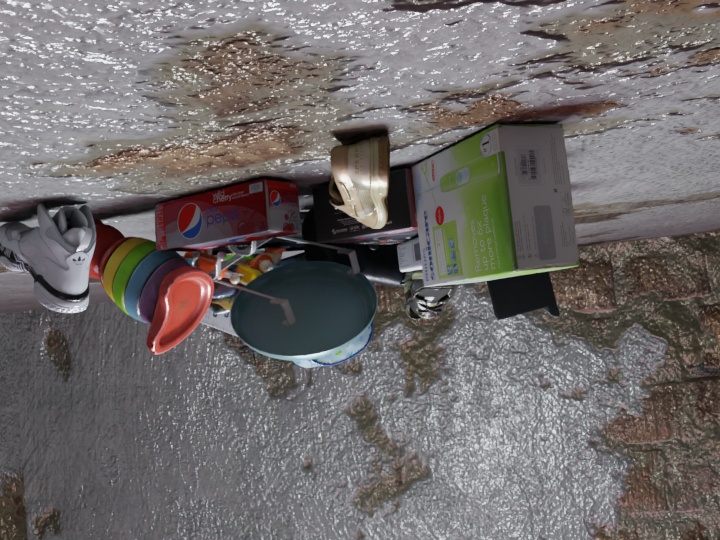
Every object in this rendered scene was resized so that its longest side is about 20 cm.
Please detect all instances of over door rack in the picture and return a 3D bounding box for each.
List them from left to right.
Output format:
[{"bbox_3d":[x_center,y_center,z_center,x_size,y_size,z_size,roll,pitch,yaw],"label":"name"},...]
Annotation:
[{"bbox_3d":[-0.118,-0.021,1.076,0.198,0.068,0.147,24,-135,35],"label":"over door rack"}]

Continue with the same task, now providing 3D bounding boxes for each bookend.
[{"bbox_3d":[0.205,-0.002,1.299,0.195,0.204,0.092,-16,-179,7],"label":"bookend"}]

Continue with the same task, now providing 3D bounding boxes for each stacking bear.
[{"bbox_3d":[-0.309,0.004,1.074,0.198,0.123,0.113,29,-156,19],"label":"stacking bear"}]

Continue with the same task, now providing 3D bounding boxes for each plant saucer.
[{"bbox_3d":[-0.074,0.055,1.044,0.196,0.028,0.202,-4,-145,3],"label":"plant saucer"}]

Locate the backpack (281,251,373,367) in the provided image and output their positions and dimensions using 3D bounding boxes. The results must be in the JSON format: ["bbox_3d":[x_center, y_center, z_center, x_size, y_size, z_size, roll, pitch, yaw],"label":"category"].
[{"bbox_3d":[-0.065,0.063,1.374,0.180,0.204,0.146,-18,-179,-31],"label":"backpack"}]

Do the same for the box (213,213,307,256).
[{"bbox_3d":[-0.158,-0.059,1.312,0.196,0.047,0.159,-4,176,-20],"label":"box"}]

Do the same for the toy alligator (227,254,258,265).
[{"bbox_3d":[-0.185,-0.037,1.449,0.053,0.061,0.199,9,-167,22],"label":"toy alligator"}]

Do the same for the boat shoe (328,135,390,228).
[{"bbox_3d":[-0.002,-0.095,0.843,0.063,0.073,0.200,-1,166,0],"label":"boat shoe"}]

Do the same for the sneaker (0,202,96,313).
[{"bbox_3d":[-0.394,-0.041,0.995,0.074,0.117,0.199,-1,-151,-48],"label":"sneaker"}]

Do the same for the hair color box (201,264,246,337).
[{"bbox_3d":[-0.189,0.052,1.281,0.196,0.102,0.060,18,-171,16],"label":"hair color box"}]

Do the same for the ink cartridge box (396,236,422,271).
[{"bbox_3d":[0.150,-0.029,1.077,0.170,0.045,0.200,-7,179,-7],"label":"ink cartridge box"}]

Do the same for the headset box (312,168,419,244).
[{"bbox_3d":[0.041,-0.080,1.040,0.146,0.077,0.199,-7,177,32],"label":"headset box"}]

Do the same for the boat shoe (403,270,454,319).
[{"bbox_3d":[0.106,0.040,1.196,0.070,0.068,0.201,3,172,-7],"label":"boat shoe"}]

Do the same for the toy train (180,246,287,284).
[{"bbox_3d":[-0.182,-0.018,1.208,0.148,0.057,0.200,19,-170,16],"label":"toy train"}]

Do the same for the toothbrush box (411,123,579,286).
[{"bbox_3d":[0.140,-0.065,0.866,0.084,0.149,0.199,-5,177,-21],"label":"toothbrush box"}]

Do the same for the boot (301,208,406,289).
[{"bbox_3d":[0.000,0.000,1.210,0.165,0.203,0.077,13,137,-27],"label":"boot"}]

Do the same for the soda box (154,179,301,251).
[{"bbox_3d":[-0.171,-0.067,1.000,0.197,0.065,0.070,-7,177,34],"label":"soda box"}]

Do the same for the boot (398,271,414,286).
[{"bbox_3d":[0.065,-0.035,1.367,0.196,0.134,0.068,-5,176,-20],"label":"boot"}]

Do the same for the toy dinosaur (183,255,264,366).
[{"bbox_3d":[-0.177,0.036,1.200,0.178,0.204,0.105,-8,155,-9],"label":"toy dinosaur"}]
